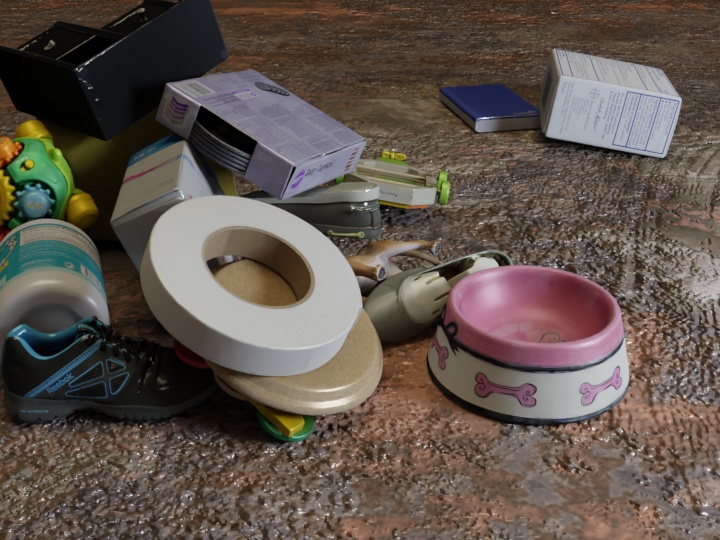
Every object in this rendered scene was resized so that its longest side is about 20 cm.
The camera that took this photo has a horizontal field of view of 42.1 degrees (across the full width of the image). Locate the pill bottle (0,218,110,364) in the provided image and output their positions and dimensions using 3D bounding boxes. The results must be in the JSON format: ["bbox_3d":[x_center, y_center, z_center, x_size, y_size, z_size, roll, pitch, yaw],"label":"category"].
[{"bbox_3d":[-0.314,0.019,0.941,0.109,0.112,0.200,-7,27,-16],"label":"pill bottle"}]

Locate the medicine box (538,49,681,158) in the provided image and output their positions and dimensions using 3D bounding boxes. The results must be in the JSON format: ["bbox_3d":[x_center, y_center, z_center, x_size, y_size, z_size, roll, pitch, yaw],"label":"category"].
[{"bbox_3d":[0.403,-0.277,1.535,0.198,0.104,0.183,12,27,2],"label":"medicine box"}]

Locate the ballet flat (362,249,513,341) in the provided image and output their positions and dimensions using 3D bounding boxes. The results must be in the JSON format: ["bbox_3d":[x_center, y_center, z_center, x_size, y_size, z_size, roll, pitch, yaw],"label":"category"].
[{"bbox_3d":[0.086,0.018,0.989,0.199,0.068,0.064,-19,-12,-38],"label":"ballet flat"}]

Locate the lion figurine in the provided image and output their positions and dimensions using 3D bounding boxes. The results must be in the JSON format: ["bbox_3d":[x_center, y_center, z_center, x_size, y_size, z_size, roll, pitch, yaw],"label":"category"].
[{"bbox_3d":[0.000,0.000,1.051,0.122,0.073,0.199,11,13,37],"label":"lion figurine"}]

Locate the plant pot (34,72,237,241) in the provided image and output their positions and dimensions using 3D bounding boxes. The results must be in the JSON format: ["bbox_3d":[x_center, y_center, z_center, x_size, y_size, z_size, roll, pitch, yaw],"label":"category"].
[{"bbox_3d":[-0.302,-0.144,1.195,0.199,0.197,0.193,-33,40,-32],"label":"plant pot"}]

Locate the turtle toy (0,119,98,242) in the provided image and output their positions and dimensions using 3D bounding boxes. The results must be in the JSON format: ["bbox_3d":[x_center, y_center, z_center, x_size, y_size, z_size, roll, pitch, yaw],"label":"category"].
[{"bbox_3d":[-0.399,-0.069,1.062,0.146,0.200,0.101,53,25,14],"label":"turtle toy"}]

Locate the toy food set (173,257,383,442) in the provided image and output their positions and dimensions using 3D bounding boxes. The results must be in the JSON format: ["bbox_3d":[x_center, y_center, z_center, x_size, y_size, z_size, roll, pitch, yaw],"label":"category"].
[{"bbox_3d":[-0.073,0.060,0.868,0.200,0.049,0.197,41,37,18],"label":"toy food set"}]

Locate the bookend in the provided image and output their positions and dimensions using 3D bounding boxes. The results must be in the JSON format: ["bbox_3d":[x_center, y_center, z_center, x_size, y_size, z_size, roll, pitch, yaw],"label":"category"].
[{"bbox_3d":[-0.301,-0.262,1.117,0.198,0.093,0.200,21,51,38],"label":"bookend"}]

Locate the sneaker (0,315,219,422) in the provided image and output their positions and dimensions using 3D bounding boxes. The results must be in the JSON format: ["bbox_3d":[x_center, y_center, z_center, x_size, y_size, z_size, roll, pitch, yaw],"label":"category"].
[{"bbox_3d":[-0.221,0.086,0.839,0.197,0.083,0.073,-4,25,-12],"label":"sneaker"}]

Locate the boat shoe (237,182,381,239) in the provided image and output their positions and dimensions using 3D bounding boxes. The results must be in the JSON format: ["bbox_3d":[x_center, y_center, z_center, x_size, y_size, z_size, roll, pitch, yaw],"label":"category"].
[{"bbox_3d":[-0.066,-0.065,1.086,0.200,0.061,0.072,1,17,31],"label":"boat shoe"}]

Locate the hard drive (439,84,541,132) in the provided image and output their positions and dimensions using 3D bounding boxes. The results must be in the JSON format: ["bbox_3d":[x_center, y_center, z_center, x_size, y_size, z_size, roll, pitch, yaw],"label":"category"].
[{"bbox_3d":[0.233,-0.294,1.677,0.130,0.026,0.200,-5,27,-13],"label":"hard drive"}]

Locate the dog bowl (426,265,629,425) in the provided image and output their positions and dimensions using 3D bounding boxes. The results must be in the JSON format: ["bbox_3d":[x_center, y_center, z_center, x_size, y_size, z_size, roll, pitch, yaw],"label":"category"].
[{"bbox_3d":[0.164,0.062,0.908,0.197,0.075,0.201,1,27,0],"label":"dog bowl"}]

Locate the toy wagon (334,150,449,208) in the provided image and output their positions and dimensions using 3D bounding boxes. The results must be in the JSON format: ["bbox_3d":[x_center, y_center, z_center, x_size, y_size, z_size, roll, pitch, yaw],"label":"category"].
[{"bbox_3d":[0.044,-0.130,1.305,0.153,0.040,0.200,11,17,-1],"label":"toy wagon"}]

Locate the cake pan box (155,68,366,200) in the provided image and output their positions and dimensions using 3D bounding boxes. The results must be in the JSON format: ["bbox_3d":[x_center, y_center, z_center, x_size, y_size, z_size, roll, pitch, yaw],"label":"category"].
[{"bbox_3d":[-0.111,-0.163,1.084,0.183,0.053,0.200,31,26,13],"label":"cake pan box"}]

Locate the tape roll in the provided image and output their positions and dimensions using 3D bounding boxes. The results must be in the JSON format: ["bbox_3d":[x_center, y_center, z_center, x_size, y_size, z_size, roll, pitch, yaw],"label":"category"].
[{"bbox_3d":[-0.096,0.009,0.843,0.201,0.037,0.204,18,36,-13],"label":"tape roll"}]

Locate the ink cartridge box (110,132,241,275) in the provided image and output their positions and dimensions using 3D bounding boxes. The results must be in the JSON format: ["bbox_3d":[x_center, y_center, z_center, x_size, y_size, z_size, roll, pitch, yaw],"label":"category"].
[{"bbox_3d":[-0.194,-0.048,1.019,0.084,0.146,0.200,-23,26,3],"label":"ink cartridge box"}]
